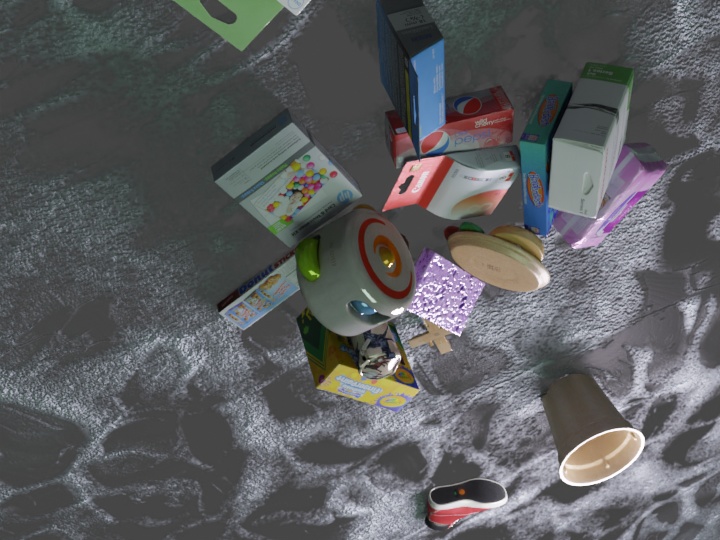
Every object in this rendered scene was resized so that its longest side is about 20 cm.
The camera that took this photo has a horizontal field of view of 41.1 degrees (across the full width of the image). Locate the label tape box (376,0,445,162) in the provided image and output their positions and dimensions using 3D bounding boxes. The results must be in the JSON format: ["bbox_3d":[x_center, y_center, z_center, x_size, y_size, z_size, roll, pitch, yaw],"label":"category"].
[{"bbox_3d":[0.079,-0.272,1.335,0.062,0.202,0.146,-14,137,-7],"label":"label tape box"}]

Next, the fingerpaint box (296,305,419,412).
[{"bbox_3d":[-0.004,0.152,1.750,0.198,0.168,0.073,22,123,-36],"label":"fingerpaint box"}]

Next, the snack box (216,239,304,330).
[{"bbox_3d":[-0.153,0.028,1.670,0.199,0.025,0.072,-36,136,15],"label":"snack box"}]

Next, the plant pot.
[{"bbox_3d":[0.495,0.338,2.121,0.197,0.185,0.203,-11,136,-10],"label":"plant pot"}]

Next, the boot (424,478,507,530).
[{"bbox_3d":[0.257,0.582,2.357,0.196,0.073,0.146,-4,135,-6],"label":"boot"}]

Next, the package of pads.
[{"bbox_3d":[0.437,-0.133,1.687,0.120,0.076,0.201,-8,142,-50],"label":"package of pads"}]

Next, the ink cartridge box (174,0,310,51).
[{"bbox_3d":[-0.136,-0.383,1.253,0.200,0.048,0.145,-43,134,18],"label":"ink cartridge box"}]

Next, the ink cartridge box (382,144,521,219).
[{"bbox_3d":[0.149,-0.133,1.564,0.197,0.051,0.163,-13,159,-20],"label":"ink cartridge box"}]

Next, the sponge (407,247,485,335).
[{"bbox_3d":[0.148,0.041,1.741,0.199,0.030,0.113,27,91,-52],"label":"sponge"}]

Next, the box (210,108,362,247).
[{"bbox_3d":[-0.113,-0.140,1.509,0.155,0.042,0.200,-34,137,13],"label":"box"}]

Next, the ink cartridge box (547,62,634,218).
[{"bbox_3d":[0.362,-0.206,1.511,0.083,0.201,0.148,15,140,20],"label":"ink cartridge box"}]

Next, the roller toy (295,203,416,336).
[{"bbox_3d":[0.000,0.000,1.559,0.139,0.200,0.184,-26,97,33],"label":"roller toy"}]

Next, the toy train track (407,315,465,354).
[{"bbox_3d":[0.129,0.085,1.840,0.113,0.033,0.201,-22,132,11],"label":"toy train track"}]

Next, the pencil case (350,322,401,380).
[{"bbox_3d":[0.005,0.086,1.673,0.077,0.202,0.089,-29,150,14],"label":"pencil case"}]

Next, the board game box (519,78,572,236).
[{"bbox_3d":[0.304,-0.181,1.560,0.044,0.153,0.202,13,143,23],"label":"board game box"}]

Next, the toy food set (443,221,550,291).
[{"bbox_3d":[0.239,-0.025,1.677,0.200,0.195,0.049,47,62,-53],"label":"toy food set"}]

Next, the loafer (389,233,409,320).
[{"bbox_3d":[0.061,0.007,1.712,0.070,0.073,0.202,-16,141,-24],"label":"loafer"}]

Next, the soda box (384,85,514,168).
[{"bbox_3d":[0.139,-0.225,1.508,0.196,0.064,0.071,-14,137,-8],"label":"soda box"}]
